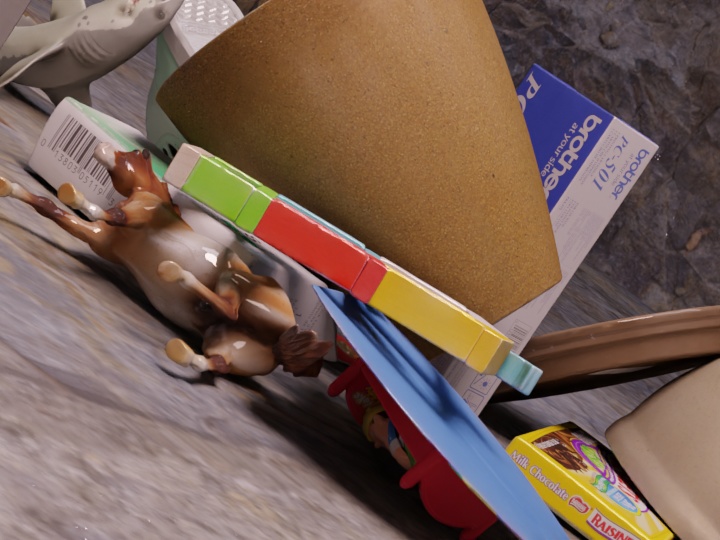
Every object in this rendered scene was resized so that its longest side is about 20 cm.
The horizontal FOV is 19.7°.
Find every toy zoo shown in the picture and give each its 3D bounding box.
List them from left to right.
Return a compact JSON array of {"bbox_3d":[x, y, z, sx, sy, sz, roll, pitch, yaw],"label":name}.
[{"bbox_3d":[0.000,0.000,0.988,0.200,0.020,0.131,31,2,-2],"label":"toy zoo"}]

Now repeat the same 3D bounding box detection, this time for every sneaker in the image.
[{"bbox_3d":[-0.081,-0.068,1.314,0.074,0.118,0.201,-9,57,-22],"label":"sneaker"}]

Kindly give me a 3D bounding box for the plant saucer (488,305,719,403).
[{"bbox_3d":[0.151,0.055,1.314,0.200,0.200,0.030,15,64,-70],"label":"plant saucer"}]

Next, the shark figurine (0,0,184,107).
[{"bbox_3d":[-0.203,-0.134,1.345,0.214,0.128,0.090,15,-36,50],"label":"shark figurine"}]

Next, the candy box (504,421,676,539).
[{"bbox_3d":[0.143,0.132,1.229,0.102,0.026,0.200,40,8,12],"label":"candy box"}]

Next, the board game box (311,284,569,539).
[{"bbox_3d":[0.028,0.082,0.968,0.158,0.039,0.200,50,6,10],"label":"board game box"}]

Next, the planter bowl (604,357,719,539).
[{"bbox_3d":[0.266,0.123,1.269,0.200,0.135,0.200,42,10,-9],"label":"planter bowl"}]

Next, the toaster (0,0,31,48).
[{"bbox_3d":[-0.224,-0.171,0.971,0.200,0.181,0.119,31,10,-15],"label":"toaster"}]

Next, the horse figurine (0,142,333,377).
[{"bbox_3d":[-0.083,0.001,0.968,0.200,0.050,0.132,37,9,26],"label":"horse figurine"}]

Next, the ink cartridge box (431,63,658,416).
[{"bbox_3d":[0.084,-0.015,1.232,0.044,0.200,0.094,28,9,-36],"label":"ink cartridge box"}]

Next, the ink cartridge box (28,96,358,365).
[{"bbox_3d":[-0.070,-0.014,1.152,0.161,0.050,0.200,39,10,30],"label":"ink cartridge box"}]

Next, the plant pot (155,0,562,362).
[{"bbox_3d":[0.020,-0.057,1.126,0.200,0.186,0.186,58,8,2],"label":"plant pot"}]
